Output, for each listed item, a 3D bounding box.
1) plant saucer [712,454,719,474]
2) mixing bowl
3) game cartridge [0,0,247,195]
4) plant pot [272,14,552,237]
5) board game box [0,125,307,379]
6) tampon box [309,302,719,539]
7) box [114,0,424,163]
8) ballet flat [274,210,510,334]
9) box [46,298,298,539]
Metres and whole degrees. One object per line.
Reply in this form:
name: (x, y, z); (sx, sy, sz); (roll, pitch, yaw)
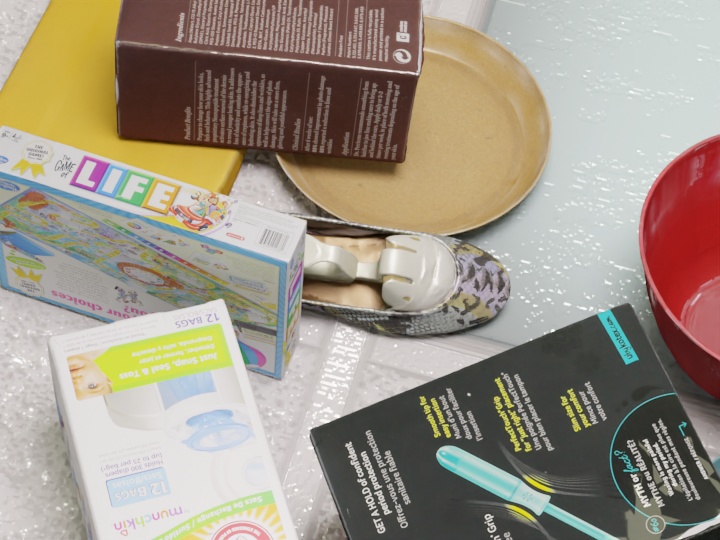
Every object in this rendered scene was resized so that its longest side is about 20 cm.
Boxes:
plant saucer: (0.282, 0.191, 1.126); (0.200, 0.027, 0.201); (2, 55, -3)
mixing bowl: (0.267, 0.018, 1.193); (0.200, 0.108, 0.201); (3, 55, -4)
game cartridge: (-0.159, -0.117, 1.303); (0.176, 0.032, 0.200); (17, 58, 7)
plant pot: (0.034, -0.098, 1.305); (0.199, 0.028, 0.200); (2, 55, -2)
board game box: (-0.135, -0.009, 1.165); (0.200, 0.135, 0.034); (18, 56, 7)
tampon box: (0.095, 0.140, 1.062); (0.200, 0.126, 0.150); (-22, 58, -1)
box: (-0.062, -0.136, 1.245); (0.199, 0.100, 0.075); (4, 56, -4)
ballet flat: (0.000, 0.000, 1.207); (0.200, 0.072, 0.072); (8, 55, 1)
box: (-0.107, 0.134, 1.088); (0.112, 0.101, 0.200); (-12, 57, -12)
